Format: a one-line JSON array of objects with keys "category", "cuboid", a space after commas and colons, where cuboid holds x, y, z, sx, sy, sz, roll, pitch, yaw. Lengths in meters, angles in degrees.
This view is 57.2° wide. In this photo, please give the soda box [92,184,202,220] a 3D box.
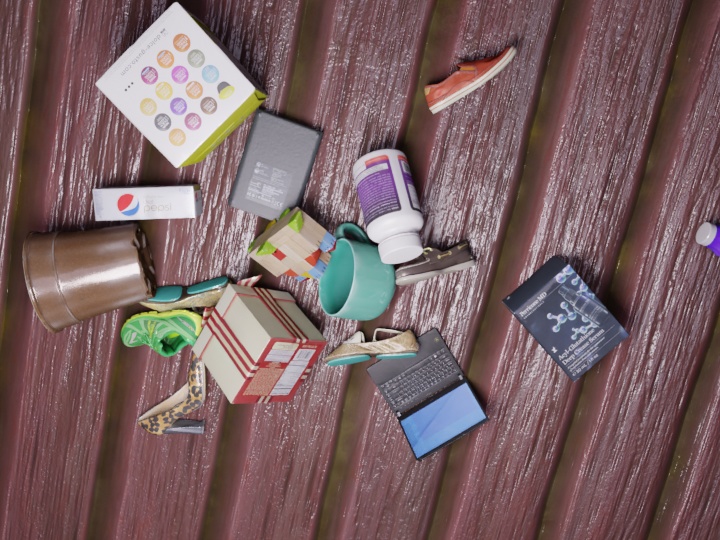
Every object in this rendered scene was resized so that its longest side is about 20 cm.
[{"category": "soda box", "cuboid": [-0.420, -0.136, 1.312, 0.198, 0.068, 0.064, -1, 101, -1]}]

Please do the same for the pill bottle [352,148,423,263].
[{"category": "pill bottle", "cuboid": [0.057, -0.120, 1.267, 0.110, 0.112, 0.202, -13, 71, 1]}]

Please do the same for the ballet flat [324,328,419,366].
[{"category": "ballet flat", "cuboid": [0.022, 0.158, 1.390, 0.198, 0.071, 0.066, -6, 72, -1]}]

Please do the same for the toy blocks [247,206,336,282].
[{"category": "toy blocks", "cuboid": [-0.121, -0.036, 1.294, 0.136, 0.100, 0.200, 38, 140, -20]}]

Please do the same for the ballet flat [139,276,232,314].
[{"category": "ballet flat", "cuboid": [-0.356, 0.063, 1.356, 0.198, 0.071, 0.071, -10, 101, 0]}]

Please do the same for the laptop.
[{"category": "laptop", "cuboid": [0.138, 0.258, 1.384, 0.176, 0.103, 0.201, -31, 100, 4]}]

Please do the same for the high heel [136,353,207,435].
[{"category": "high heel", "cuboid": [-0.395, 0.258, 1.383, 0.141, 0.071, 0.202, 5, 109, -9]}]

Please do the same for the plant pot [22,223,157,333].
[{"category": "plant pot", "cuboid": [-0.512, 0.001, 1.281, 0.197, 0.200, 0.202, -13, 101, -6]}]

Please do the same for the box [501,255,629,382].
[{"category": "box", "cuboid": [0.419, 0.097, 1.360, 0.148, 0.107, 0.200, -42, 98, 7]}]

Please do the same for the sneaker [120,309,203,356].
[{"category": "sneaker", "cuboid": [-0.408, 0.130, 1.330, 0.199, 0.084, 0.074, -11, 145, 24]}]

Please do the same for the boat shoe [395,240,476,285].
[{"category": "boat shoe", "cuboid": [0.145, -0.016, 1.317, 0.199, 0.072, 0.060, -13, 86, -32]}]

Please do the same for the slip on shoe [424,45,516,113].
[{"category": "slip on shoe", "cuboid": [0.213, -0.382, 1.285, 0.199, 0.074, 0.061, -30, 97, 9]}]

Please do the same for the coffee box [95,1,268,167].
[{"category": "coffee box", "cuboid": [-0.313, -0.330, 1.212, 0.200, 0.200, 0.198, -42, 100, 6]}]

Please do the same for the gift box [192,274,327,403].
[{"category": "gift box", "cuboid": [-0.190, 0.127, 1.291, 0.187, 0.184, 0.201, 43, 105, 35]}]

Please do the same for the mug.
[{"category": "mug", "cuboid": [0.004, 0.006, 1.309, 0.114, 0.152, 0.187, 11, 93, -29]}]

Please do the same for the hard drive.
[{"category": "hard drive", "cuboid": [-0.170, -0.205, 1.324, 0.139, 0.033, 0.201, 19, 100, -5]}]

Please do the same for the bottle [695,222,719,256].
[{"category": "bottle", "cuboid": [0.795, -0.045, 1.364, 0.199, 0.065, 0.084, 19, 99, -5]}]
